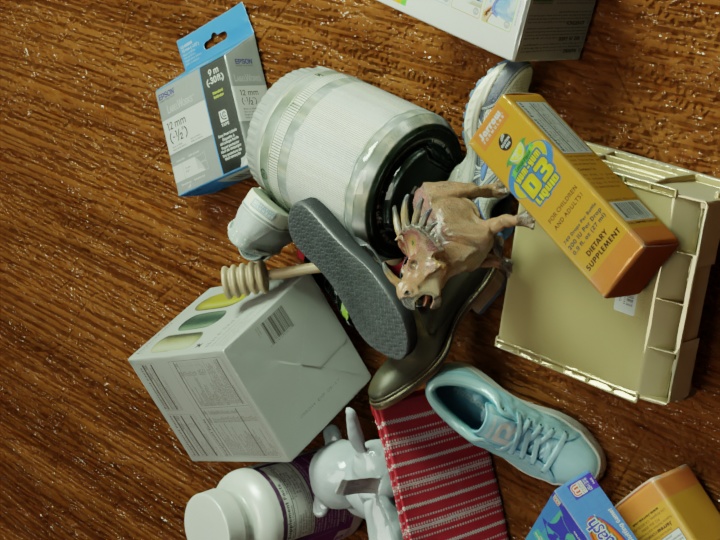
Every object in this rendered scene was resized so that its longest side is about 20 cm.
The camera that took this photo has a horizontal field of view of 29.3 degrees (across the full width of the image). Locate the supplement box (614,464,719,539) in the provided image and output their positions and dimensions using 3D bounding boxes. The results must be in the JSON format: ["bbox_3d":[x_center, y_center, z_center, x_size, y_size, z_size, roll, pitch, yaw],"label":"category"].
[{"bbox_3d":[0.318,0.284,1.261,0.069,0.066,0.201,-49,63,37],"label":"supplement box"}]

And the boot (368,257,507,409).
[{"bbox_3d":[0.055,0.040,1.392,0.097,0.200,0.075,49,161,-24],"label":"boot"}]

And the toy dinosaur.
[{"bbox_3d":[0.079,-0.045,1.290,0.200,0.134,0.087,-105,22,-62],"label":"toy dinosaur"}]

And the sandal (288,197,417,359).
[{"bbox_3d":[0.000,-0.001,1.363,0.201,0.043,0.076,53,142,26],"label":"sandal"}]

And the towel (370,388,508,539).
[{"bbox_3d":[0.085,0.219,1.431,0.022,0.144,0.202,-17,84,50],"label":"towel"}]

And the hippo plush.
[{"bbox_3d":[0.010,0.247,1.489,0.160,0.199,0.161,-12,67,52],"label":"hippo plush"}]

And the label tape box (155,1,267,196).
[{"bbox_3d":[-0.180,-0.206,1.673,0.143,0.066,0.202,-18,86,44],"label":"label tape box"}]

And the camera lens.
[{"bbox_3d":[-0.004,-0.114,1.452,0.199,0.159,0.161,29,116,37],"label":"camera lens"}]

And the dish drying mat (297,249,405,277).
[{"bbox_3d":[0.004,-0.023,1.558,0.199,0.018,0.078,21,112,41],"label":"dish drying mat"}]

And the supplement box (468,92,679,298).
[{"bbox_3d":[0.185,-0.069,1.216,0.200,0.068,0.067,52,125,28],"label":"supplement box"}]

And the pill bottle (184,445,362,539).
[{"bbox_3d":[-0.098,0.273,1.573,0.112,0.199,0.114,10,104,46],"label":"pill bottle"}]

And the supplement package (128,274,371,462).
[{"bbox_3d":[-0.127,0.112,1.567,0.199,0.152,0.151,-9,117,50],"label":"supplement package"}]

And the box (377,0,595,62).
[{"bbox_3d":[0.120,-0.284,1.339,0.199,0.112,0.102,32,119,36],"label":"box"}]

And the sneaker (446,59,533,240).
[{"bbox_3d":[0.148,-0.117,1.375,0.085,0.077,0.201,34,128,30],"label":"sneaker"}]

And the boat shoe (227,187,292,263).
[{"bbox_3d":[-0.112,-0.046,1.527,0.070,0.201,0.072,40,92,4],"label":"boat shoe"}]

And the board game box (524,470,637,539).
[{"bbox_3d":[0.222,0.298,1.318,0.153,0.045,0.201,55,160,23],"label":"board game box"}]

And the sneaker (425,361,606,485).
[{"bbox_3d":[0.147,0.163,1.374,0.199,0.082,0.075,27,106,16],"label":"sneaker"}]

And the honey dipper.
[{"bbox_3d":[-0.051,-0.004,1.484,0.198,0.038,0.038,-11,89,6],"label":"honey dipper"}]

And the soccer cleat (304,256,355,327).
[{"bbox_3d":[-0.002,0.023,1.502,0.199,0.081,0.068,33,122,36],"label":"soccer cleat"}]

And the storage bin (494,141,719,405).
[{"bbox_3d":[0.238,-0.001,1.285,0.198,0.093,0.202,21,110,40],"label":"storage bin"}]
